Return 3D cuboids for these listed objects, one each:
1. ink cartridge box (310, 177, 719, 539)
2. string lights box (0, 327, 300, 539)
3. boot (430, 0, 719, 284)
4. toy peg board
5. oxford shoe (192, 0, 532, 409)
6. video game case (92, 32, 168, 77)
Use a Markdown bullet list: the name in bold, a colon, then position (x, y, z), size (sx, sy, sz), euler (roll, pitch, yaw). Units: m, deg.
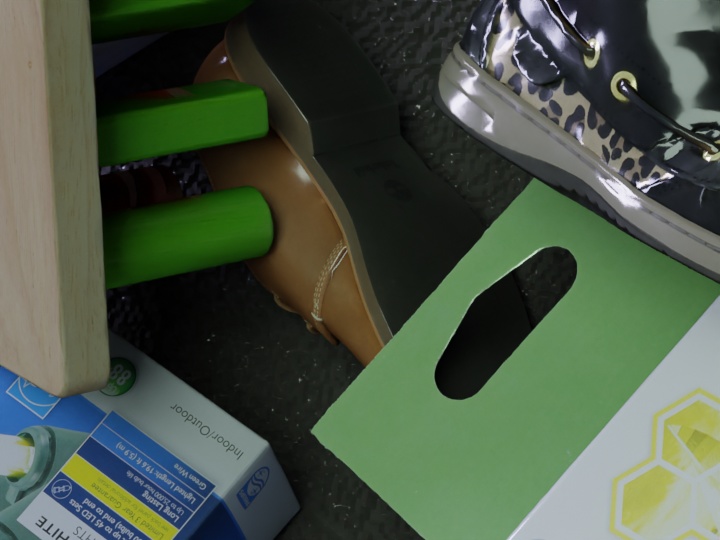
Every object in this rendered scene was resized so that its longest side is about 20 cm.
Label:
- **ink cartridge box**: position (0.087, 0.050, 0.882), size (0.146, 0.048, 0.200), euler (-48, 61, -2)
- **string lights box**: position (-0.125, 0.120, 0.995), size (0.103, 0.059, 0.200), euler (33, 73, 25)
- **boot**: position (0.120, -0.078, 0.828), size (0.200, 0.073, 0.151), euler (32, 107, 39)
- **toy peg board**: position (-0.113, -0.084, 1.005), size (0.199, 0.097, 0.201), euler (23, 119, 54)
- **oxford shoe**: position (0.000, 0.000, 1.010), size (0.071, 0.071, 0.201), euler (-47, 62, 35)
- **video game case**: position (-0.069, -0.192, 1.097), size (0.199, 0.022, 0.183), euler (-30, 69, 14)
